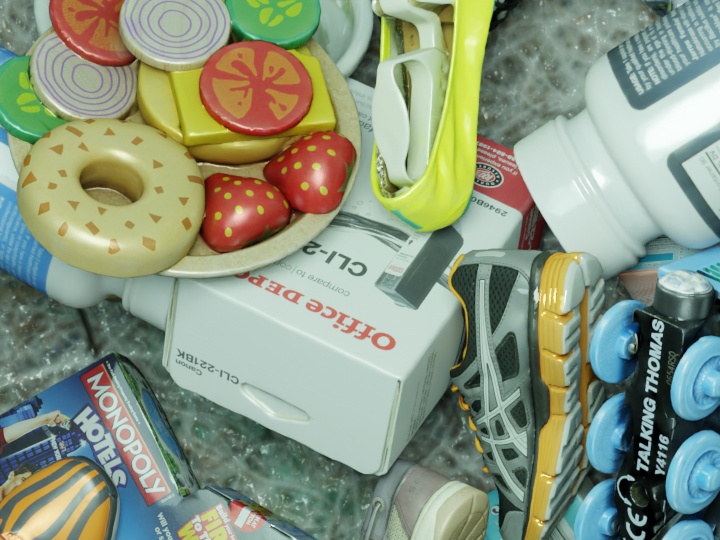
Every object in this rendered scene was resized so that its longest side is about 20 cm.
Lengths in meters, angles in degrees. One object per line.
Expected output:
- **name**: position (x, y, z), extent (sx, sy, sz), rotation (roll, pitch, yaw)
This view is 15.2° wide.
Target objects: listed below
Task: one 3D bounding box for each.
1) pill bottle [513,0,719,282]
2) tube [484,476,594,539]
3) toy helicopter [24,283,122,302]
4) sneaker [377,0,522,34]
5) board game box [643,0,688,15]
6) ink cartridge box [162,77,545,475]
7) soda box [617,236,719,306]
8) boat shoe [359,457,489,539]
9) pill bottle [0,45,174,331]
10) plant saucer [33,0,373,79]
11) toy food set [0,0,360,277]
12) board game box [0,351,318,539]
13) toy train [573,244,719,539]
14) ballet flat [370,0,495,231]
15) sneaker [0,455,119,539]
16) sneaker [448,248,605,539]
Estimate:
- **pill bottle**: position (0.188, -0.082, 1.445), extent (0.199, 0.120, 0.120), rotation (-32, 78, 12)
- **tube**: position (0.047, 0.175, 1.565), extent (0.199, 0.050, 0.078), rotation (-29, 84, 13)
- **toy helicopter**: position (-0.121, -0.042, 1.621), extent (0.199, 0.079, 0.133), rotation (14, 81, 6)
- **sneaker**: position (0.076, -0.171, 1.549), extent (0.200, 0.073, 0.081), rotation (-7, 93, 56)
- **board game box**: position (0.229, -0.155, 1.539), extent (0.199, 0.062, 0.201), rotation (0, 87, 16)
- **ink cartridge box**: position (0.000, 0.000, 1.517), extent (0.144, 0.084, 0.200), rotation (24, 48, 15)
- **soda box**: position (0.246, -0.015, 1.499), extent (0.199, 0.068, 0.064), rotation (-4, 60, 25)
- **boat shoe**: position (0.016, 0.190, 1.522), extent (0.065, 0.072, 0.201), rotation (36, 128, 27)
- **pill bottle**: position (-0.174, -0.047, 1.529), extent (0.199, 0.112, 0.113), rotation (30, 92, 9)
- **plant saucer**: position (-0.093, -0.139, 1.593), extent (0.199, 0.050, 0.201), rotation (4, 43, -4)
- **toy food set**: position (-0.098, -0.083, 1.460), extent (0.199, 0.049, 0.199), rotation (-7, 58, -14)
- **board game box**: position (-0.136, 0.161, 1.601), extent (0.199, 0.062, 0.201), rotation (-28, 78, 9)
- **toy train**: position (0.181, 0.087, 1.448), extent (0.087, 0.114, 0.201), rotation (26, 122, 42)
- **ballet flat**: position (0.034, -0.122, 1.466), extent (0.067, 0.067, 0.201), rotation (-1, 84, 40)
- **sneaker**: position (-0.221, 0.187, 1.529), extent (0.078, 0.112, 0.200), rotation (42, 95, 14)
- **sneaker**: position (0.087, 0.068, 1.465), extent (0.077, 0.078, 0.201), rotation (14, 125, 19)
